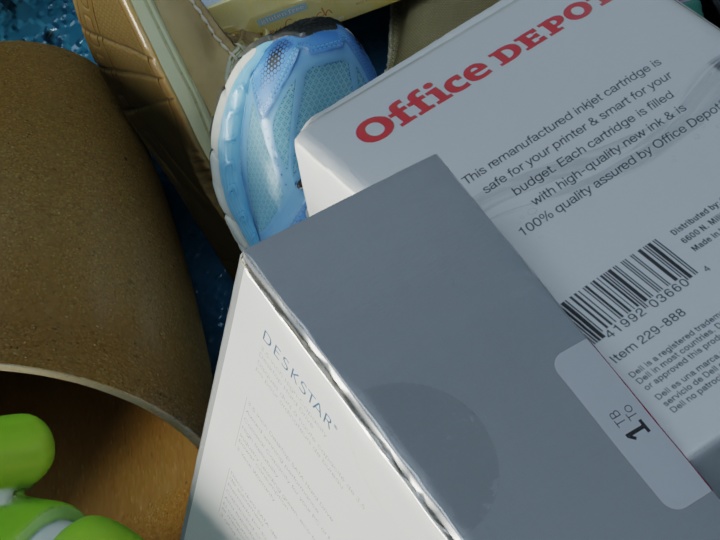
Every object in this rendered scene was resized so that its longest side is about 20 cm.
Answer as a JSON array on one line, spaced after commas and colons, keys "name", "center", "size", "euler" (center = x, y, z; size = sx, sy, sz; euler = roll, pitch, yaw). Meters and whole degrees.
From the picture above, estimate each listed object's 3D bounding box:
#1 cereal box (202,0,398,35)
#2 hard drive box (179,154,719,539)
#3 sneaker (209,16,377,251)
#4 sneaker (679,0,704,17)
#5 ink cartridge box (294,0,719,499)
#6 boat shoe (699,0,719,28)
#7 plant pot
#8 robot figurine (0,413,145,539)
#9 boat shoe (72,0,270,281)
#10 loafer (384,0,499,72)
[{"name": "cereal box", "center": [-0.050, -0.179, 0.990], "size": [0.144, 0.040, 0.200], "euler": [-19, 49, 8]}, {"name": "hard drive box", "center": [0.021, 0.089, 0.711], "size": [0.077, 0.200, 0.156], "euler": [-27, 67, -25]}, {"name": "sneaker", "center": [0.000, 0.000, 0.862], "size": [0.078, 0.201, 0.090], "euler": [-18, 22, -27]}, {"name": "sneaker", "center": [0.089, -0.088, 0.884], "size": [0.087, 0.074, 0.200], "euler": [-22, 85, -28]}, {"name": "ink cartridge box", "center": [0.094, -0.004, 0.752], "size": [0.146, 0.084, 0.200], "euler": [-32, 50, -20]}, {"name": "boat shoe", "center": [0.138, -0.138, 0.934], "size": [0.062, 0.075, 0.200], "euler": [-26, 60, 11]}, {"name": "plant pot", "center": [-0.145, 0.009, 0.912], "size": [0.186, 0.187, 0.200], "euler": [-11, 53, 12]}, {"name": "robot figurine", "center": [-0.148, 0.135, 0.795], "size": [0.199, 0.116, 0.176], "euler": [9, 101, 17]}, {"name": "boat shoe", "center": [-0.051, -0.065, 0.912], "size": [0.066, 0.200, 0.074], "euler": [-38, 29, -17]}, {"name": "loafer", "center": [0.048, -0.083, 0.939], "size": [0.076, 0.067, 0.201], "euler": [-8, 68, 13]}]
